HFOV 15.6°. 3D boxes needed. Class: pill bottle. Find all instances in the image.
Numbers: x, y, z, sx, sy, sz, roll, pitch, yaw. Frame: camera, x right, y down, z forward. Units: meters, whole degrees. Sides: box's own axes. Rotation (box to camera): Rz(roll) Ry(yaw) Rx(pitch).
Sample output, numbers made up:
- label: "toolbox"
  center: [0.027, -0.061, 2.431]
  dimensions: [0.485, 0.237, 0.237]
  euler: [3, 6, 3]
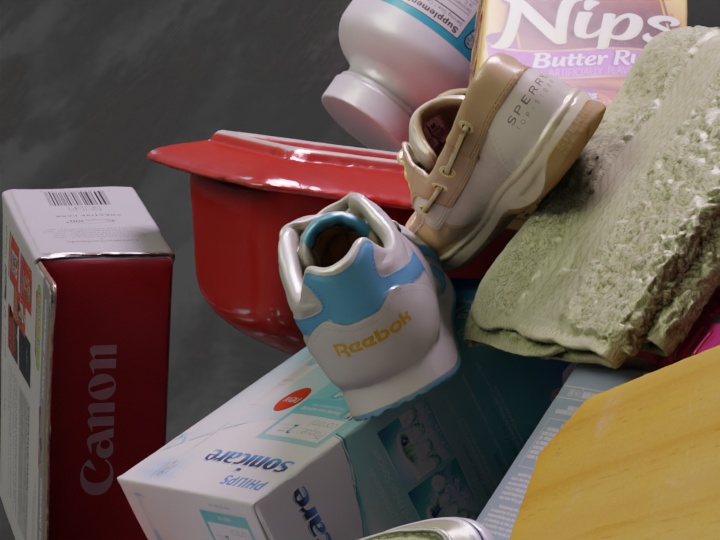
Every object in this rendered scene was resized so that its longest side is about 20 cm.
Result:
- label: "pill bottle"
  center: [0.061, -0.165, 1.639]
  dimensions: [0.200, 0.111, 0.111]
  euler: [-54, 25, -10]

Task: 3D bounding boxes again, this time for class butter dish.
- label: "butter dish"
  center: [-0.011, 0.006, 1.470]
  dimensions: [0.199, 0.199, 0.149]
  euler: [-164, 81, -66]

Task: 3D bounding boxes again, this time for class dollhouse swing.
- label: "dollhouse swing"
  center: [0.165, 0.129, 1.015]
  dimensions: [0.176, 0.181, 0.200]
  euler: [-49, 14, 53]

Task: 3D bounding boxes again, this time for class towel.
- label: "towel"
  center: [0.135, -0.037, 1.197]
  dimensions: [0.200, 0.036, 0.148]
  euler: [-52, 25, -18]

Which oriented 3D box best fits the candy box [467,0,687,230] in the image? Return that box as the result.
- label: "candy box"
  center: [0.117, -0.099, 1.434]
  dimensions: [0.200, 0.116, 0.057]
  euler: [-82, 3, -51]

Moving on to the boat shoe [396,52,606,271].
- label: "boat shoe"
  center: [0.055, -0.058, 1.271]
  dimensions: [0.074, 0.069, 0.200]
  euler: [-53, 3, -23]

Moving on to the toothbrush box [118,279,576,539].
- label: "toothbrush box"
  center: [0.004, 0.089, 1.295]
  dimensions: [0.200, 0.086, 0.146]
  euler: [-35, 18, -24]

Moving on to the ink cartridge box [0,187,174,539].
- label: "ink cartridge box"
  center: [-0.161, 0.072, 1.548]
  dimensions: [0.176, 0.083, 0.201]
  euler: [-128, 39, -65]

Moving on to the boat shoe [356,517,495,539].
- label: "boat shoe"
  center: [-0.035, 0.154, 1.092]
  dimensions: [0.199, 0.062, 0.072]
  euler: [-27, 47, 6]

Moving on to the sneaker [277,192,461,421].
- label: "sneaker"
  center: [0.000, 0.000, 1.251]
  dimensions: [0.076, 0.081, 0.200]
  euler: [-27, 16, 0]

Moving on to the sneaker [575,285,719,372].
- label: "sneaker"
  center: [0.167, 0.044, 1.170]
  dimensions: [0.081, 0.088, 0.200]
  euler: [-47, 23, -14]

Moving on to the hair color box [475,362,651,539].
- label: "hair color box"
  center: [0.089, 0.150, 1.141]
  dimensions: [0.200, 0.099, 0.061]
  euler: [-56, 27, -15]
